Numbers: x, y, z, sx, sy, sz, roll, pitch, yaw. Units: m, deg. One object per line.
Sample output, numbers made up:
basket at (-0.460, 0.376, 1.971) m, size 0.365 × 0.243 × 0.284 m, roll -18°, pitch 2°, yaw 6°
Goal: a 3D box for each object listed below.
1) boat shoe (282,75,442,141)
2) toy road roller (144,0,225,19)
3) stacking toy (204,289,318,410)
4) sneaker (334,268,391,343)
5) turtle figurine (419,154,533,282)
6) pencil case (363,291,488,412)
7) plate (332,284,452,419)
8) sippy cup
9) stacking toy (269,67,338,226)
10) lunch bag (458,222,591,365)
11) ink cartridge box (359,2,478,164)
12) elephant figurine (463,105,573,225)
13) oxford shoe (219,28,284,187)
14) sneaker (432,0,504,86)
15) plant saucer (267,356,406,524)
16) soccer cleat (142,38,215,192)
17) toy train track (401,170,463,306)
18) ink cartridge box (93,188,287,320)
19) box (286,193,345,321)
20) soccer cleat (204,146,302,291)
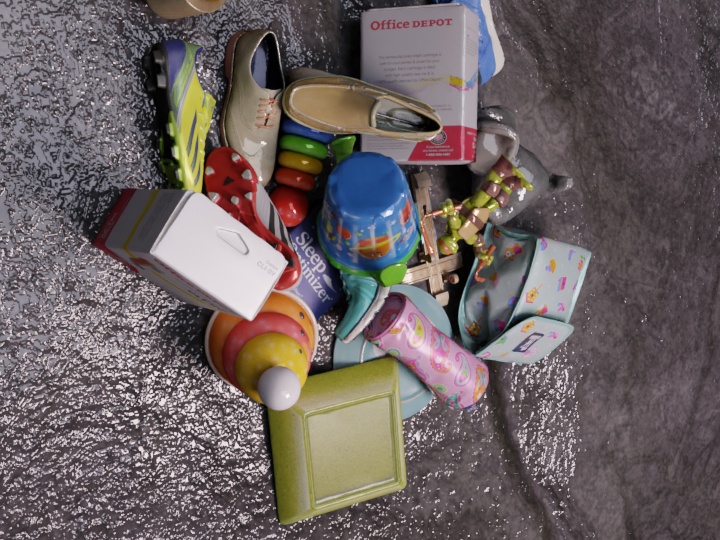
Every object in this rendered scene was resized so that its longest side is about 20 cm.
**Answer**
boat shoe at (0.006, -0.197, 1.159) m, size 0.199 × 0.076 × 0.072 m, roll 4°, pitch 103°, yaw -14°
toy road roller at (-0.161, -0.384, 1.123) m, size 0.146 × 0.123 × 0.201 m, roll 17°, pitch 84°, yaw -44°
stacking toy at (-0.106, 0.115, 1.133) m, size 0.146 × 0.200 × 0.147 m, roll -5°, pitch 110°, yaw -13°
sneaker at (0.000, 0.000, 1.258) m, size 0.079 × 0.077 × 0.201 m, roll 22°, pitch 74°, yaw -14°
turtle figurine at (0.157, -0.072, 1.275) m, size 0.161 × 0.064 × 0.200 m, roll -46°, pitch 139°, yaw 4°
pencil case at (0.091, 0.114, 1.303) m, size 0.200 × 0.087 × 0.088 m, roll 42°, pitch 72°, yaw -29°
plate at (0.054, 0.120, 1.345) m, size 0.200 × 0.026 × 0.201 m, roll -5°, pitch 101°, yaw -28°
sippy cup at (0.009, -0.078, 1.177) m, size 0.178 × 0.130 × 0.140 m, roll 33°, pitch 72°, yaw 15°
stacking toy at (-0.074, -0.154, 1.221) m, size 0.085 × 0.085 × 0.201 m, roll 15°, pitch 89°, yaw -33°
lunch bag at (0.239, 0.043, 1.405) m, size 0.170 × 0.122 × 0.201 m, roll 11°, pitch 97°, yaw -49°
ink cartridge box at (0.079, -0.243, 1.263) m, size 0.086 × 0.147 × 0.201 m, roll -6°, pitch 98°, yaw -69°
elephant figurine at (0.173, -0.174, 1.338) m, size 0.155 × 0.141 × 0.200 m, roll -34°, pitch 115°, yaw -20°
oxford shoe at (-0.130, -0.201, 1.180) m, size 0.071 × 0.074 × 0.201 m, roll -9°, pitch 99°, yaw -33°
sneaker at (0.127, -0.345, 1.333) m, size 0.111 × 0.077 × 0.200 m, roll -42°, pitch 121°, yaw -33°
plant saucer at (-0.019, 0.236, 1.283) m, size 0.199 × 0.048 × 0.200 m, roll -11°, pitch 104°, yaw -26°
soccer cleat at (-0.206, -0.177, 1.141) m, size 0.084 × 0.065 × 0.201 m, roll -13°, pitch 100°, yaw -34°
toy train track at (0.105, -0.043, 1.368) m, size 0.114 × 0.032 × 0.201 m, roll -18°, pitch 104°, yaw -31°
ink cartridge box at (-0.197, -0.022, 1.077) m, size 0.145 × 0.200 × 0.084 m, roll 37°, pitch 74°, yaw -29°
box at (-0.065, -0.008, 1.265) m, size 0.200 × 0.032 × 0.121 m, roll -45°, pitch 115°, yaw -23°
soccer cleat at (-0.132, -0.061, 1.173) m, size 0.069 × 0.085 × 0.200 m, roll -32°, pitch 81°, yaw 0°
